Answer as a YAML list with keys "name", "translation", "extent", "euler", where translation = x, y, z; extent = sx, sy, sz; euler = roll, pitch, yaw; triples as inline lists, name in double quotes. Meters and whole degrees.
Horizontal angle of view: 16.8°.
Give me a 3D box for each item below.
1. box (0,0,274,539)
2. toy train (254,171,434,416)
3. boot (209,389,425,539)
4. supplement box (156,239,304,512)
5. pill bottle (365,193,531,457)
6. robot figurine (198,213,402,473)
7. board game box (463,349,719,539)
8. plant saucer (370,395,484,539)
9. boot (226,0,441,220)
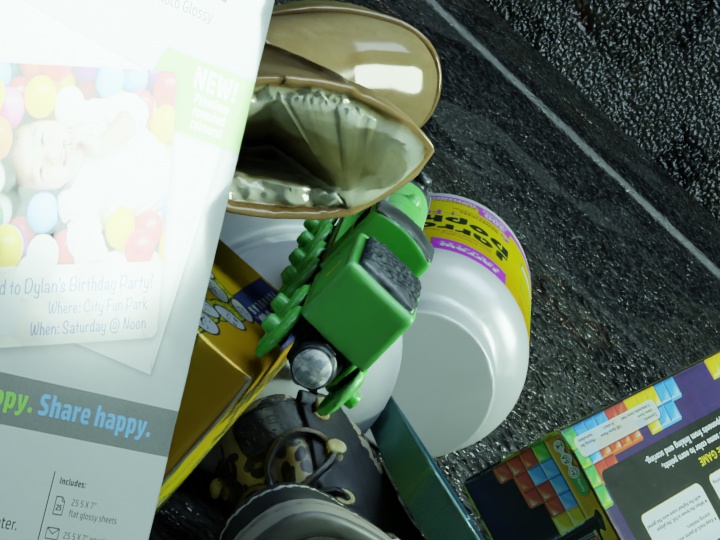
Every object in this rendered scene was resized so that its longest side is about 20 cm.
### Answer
- name: "box"
  translation: [-0.102, -0.015, 0.642]
  extent: [0.041, 0.201, 0.156]
  euler: [9, -6, 40]
- name: "toy train"
  translation: [0.000, 0.000, 0.867]
  extent: [0.042, 0.056, 0.200]
  euler: [42, 12, -6]
- name: "boot"
  translation: [-0.013, 0.103, 0.879]
  extent: [0.200, 0.073, 0.151]
  euler: [46, 7, -46]
- name: "supplement box"
  translation: [-0.132, 0.001, 0.852]
  extent: [0.200, 0.110, 0.109]
  euler: [42, 13, 2]
- name: "pill bottle"
  translation: [0.034, 0.030, 1.229]
  extent: [0.104, 0.104, 0.200]
  euler: [39, 13, -6]
- name: "robot figurine"
  translation: [-0.053, 0.010, 1.030]
  extent: [0.170, 0.113, 0.200]
  euler: [53, 2, -44]
- name: "board game box"
  translation: [0.147, 0.120, 0.952]
  extent: [0.200, 0.057, 0.166]
  euler: [-18, 80, -52]
- name: "plant saucer"
  translation: [0.031, 0.093, 0.949]
  extent: [0.070, 0.019, 0.200]
  euler: [58, 0, -6]
- name: "boot"
  translation: [-0.019, -0.058, 0.911]
  extent: [0.175, 0.066, 0.200]
  euler: [-2, 13, -21]
